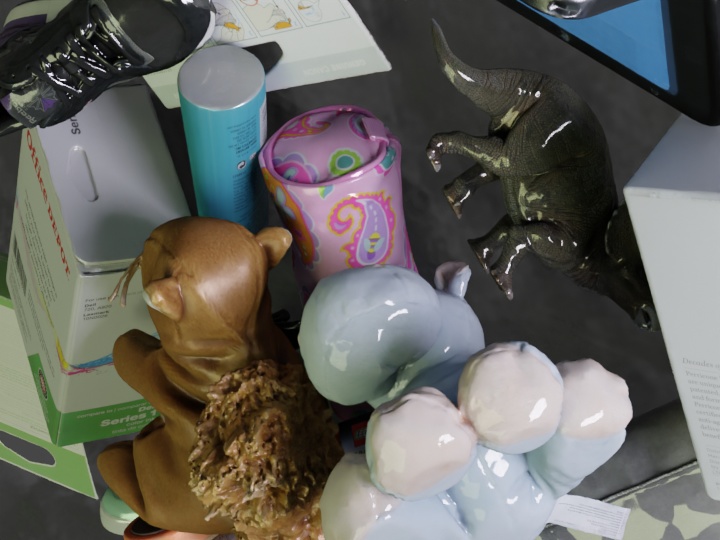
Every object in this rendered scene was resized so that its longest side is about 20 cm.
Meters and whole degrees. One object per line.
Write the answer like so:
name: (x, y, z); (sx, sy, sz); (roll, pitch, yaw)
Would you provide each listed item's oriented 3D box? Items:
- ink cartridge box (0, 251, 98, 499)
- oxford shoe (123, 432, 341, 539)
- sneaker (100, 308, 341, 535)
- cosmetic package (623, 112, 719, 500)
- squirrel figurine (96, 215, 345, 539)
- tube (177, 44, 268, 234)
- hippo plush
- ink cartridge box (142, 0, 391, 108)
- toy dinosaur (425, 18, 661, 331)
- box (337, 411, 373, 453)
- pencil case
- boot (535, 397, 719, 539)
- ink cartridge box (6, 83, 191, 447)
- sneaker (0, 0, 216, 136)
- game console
ink cartridge box: (-0.268, 0.076, 1.446); (0.144, 0.048, 0.201); (18, 137, 29)
oxford shoe: (-0.057, 0.157, 1.167); (0.071, 0.199, 0.074); (6, 116, 58)
sneaker: (-0.100, 0.099, 1.239); (0.199, 0.074, 0.119); (-22, 118, 3)
cosmetic package: (0.204, 0.015, 0.922); (0.071, 0.102, 0.201); (8, 131, 37)
squirrel figurine: (-0.066, 0.067, 1.052); (0.200, 0.140, 0.188); (46, 146, 44)
tube: (-0.077, -0.048, 1.113); (0.050, 0.078, 0.201); (20, 144, 17)
hippo plush: (0.055, 0.059, 0.980); (0.199, 0.162, 0.159); (20, 127, -43)
ink cartridge box: (-0.088, -0.179, 1.038); (0.199, 0.044, 0.174); (-4, 135, 44)
toy dinosaur: (0.096, -0.052, 0.979); (0.201, 0.102, 0.077); (62, 180, -7)
box: (0.044, 0.180, 1.168); (0.034, 0.111, 0.200); (-19, 145, 12)
pencil case: (0.000, 0.000, 1.108); (0.087, 0.088, 0.201); (13, 135, 33)
boot: (0.125, 0.109, 1.062); (0.199, 0.073, 0.183); (-26, 95, 26)
ink cartridge box: (-0.172, -0.003, 1.201); (0.201, 0.083, 0.146); (110, 145, -51)
sneaker: (-0.161, -0.118, 1.061); (0.076, 0.088, 0.199); (46, 146, -23)
game console: (0.060, -0.136, 0.836); (0.199, 0.175, 0.117); (35, 129, 30)
